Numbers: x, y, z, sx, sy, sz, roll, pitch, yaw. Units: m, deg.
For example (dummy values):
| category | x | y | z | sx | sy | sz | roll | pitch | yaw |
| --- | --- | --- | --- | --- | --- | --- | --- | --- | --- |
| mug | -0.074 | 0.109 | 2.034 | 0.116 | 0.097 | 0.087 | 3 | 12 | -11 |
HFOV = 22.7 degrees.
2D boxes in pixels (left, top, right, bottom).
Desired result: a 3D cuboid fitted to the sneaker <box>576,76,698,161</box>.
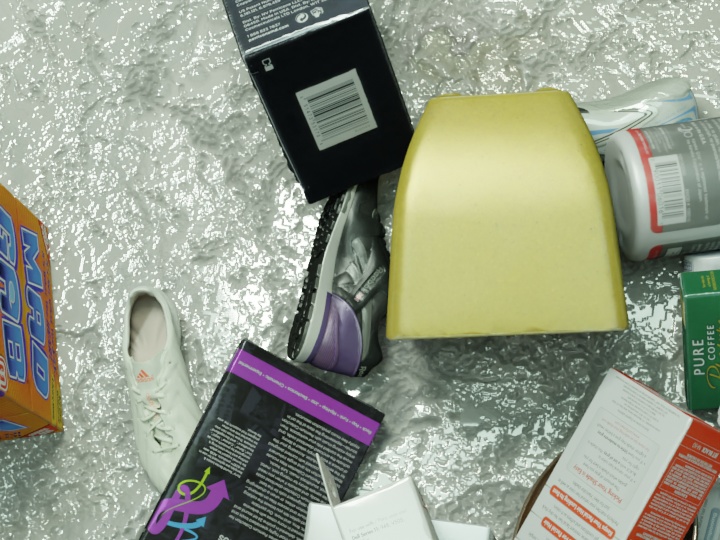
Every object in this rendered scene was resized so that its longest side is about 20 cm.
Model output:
| category | x | y | z | sx | sy | sz | roll | pitch | yaw |
| --- | --- | --- | --- | --- | --- | --- | --- | --- | --- |
| sneaker | 0.204 | -0.121 | 1.607 | 0.199 | 0.072 | 0.073 | -10 | 104 | 13 |

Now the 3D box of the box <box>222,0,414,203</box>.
| category | x | y | z | sx | sy | sz | roll | pitch | yaw |
| --- | --- | --- | --- | --- | --- | --- | --- | --- | --- |
| box | -0.045 | -0.206 | 1.567 | 0.117 | 0.197 | 0.200 | -22 | 51 | 1 |

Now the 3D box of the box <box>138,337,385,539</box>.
| category | x | y | z | sx | sy | sz | roll | pitch | yaw |
| --- | --- | --- | --- | --- | --- | --- | --- | --- | --- |
| box | -0.086 | 0.180 | 1.560 | 0.143 | 0.036 | 0.201 | 29 | 78 | -6 |

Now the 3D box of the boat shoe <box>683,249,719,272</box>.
| category | x | y | z | sx | sy | sz | roll | pitch | yaw |
| --- | --- | --- | --- | --- | --- | --- | --- | --- | --- |
| boat shoe | 0.381 | 0.008 | 1.543 | 0.199 | 0.072 | 0.068 | -7 | 98 | 4 |

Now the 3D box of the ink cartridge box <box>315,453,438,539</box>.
| category | x | y | z | sx | sy | sz | roll | pitch | yaw |
| --- | --- | --- | --- | --- | --- | --- | --- | --- | --- |
| ink cartridge box | 0.033 | 0.228 | 1.349 | 0.067 | 0.117 | 0.201 | -21 | 74 | 0 |

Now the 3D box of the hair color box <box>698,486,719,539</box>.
| category | x | y | z | sx | sy | sz | roll | pitch | yaw |
| --- | --- | --- | --- | --- | --- | --- | --- | --- | --- |
| hair color box | 0.322 | 0.236 | 1.450 | 0.199 | 0.061 | 0.099 | 7 | 74 | 39 |

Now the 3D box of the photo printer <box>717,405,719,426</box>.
| category | x | y | z | sx | sy | sz | roll | pitch | yaw |
| --- | --- | --- | --- | --- | --- | --- | --- | --- | --- |
| photo printer | 0.405 | 0.119 | 1.457 | 0.200 | 0.069 | 0.167 | 38 | 112 | 0 |

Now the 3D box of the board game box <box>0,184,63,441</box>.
| category | x | y | z | sx | sy | sz | roll | pitch | yaw |
| --- | --- | --- | --- | --- | --- | --- | --- | --- | --- |
| board game box | -0.392 | 0.043 | 1.577 | 0.199 | 0.200 | 0.201 | -9 | 74 | 6 |

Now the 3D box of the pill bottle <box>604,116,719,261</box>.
| category | x | y | z | sx | sy | sz | roll | pitch | yaw |
| --- | --- | --- | --- | --- | --- | --- | --- | --- | --- |
| pill bottle | 0.320 | -0.077 | 1.545 | 0.199 | 0.114 | 0.114 | -8 | 74 | -5 |

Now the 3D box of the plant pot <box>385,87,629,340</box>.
| category | x | y | z | sx | sy | sz | roll | pitch | yaw |
| --- | --- | --- | --- | --- | --- | --- | --- | --- | --- |
| plant pot | 0.122 | -0.048 | 1.504 | 0.193 | 0.195 | 0.201 | -3 | 91 | 7 |

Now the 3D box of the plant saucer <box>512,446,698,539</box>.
| category | x | y | z | sx | sy | sz | roll | pitch | yaw |
| --- | --- | --- | --- | --- | --- | --- | --- | --- | --- |
| plant saucer | 0.207 | 0.230 | 1.480 | 0.200 | 0.037 | 0.201 | -29 | 49 | 40 |

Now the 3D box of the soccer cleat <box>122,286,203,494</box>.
| category | x | y | z | sx | sy | sz | roll | pitch | yaw |
| --- | --- | --- | --- | --- | --- | --- | --- | --- | --- |
| soccer cleat | -0.178 | 0.110 | 1.591 | 0.069 | 0.078 | 0.201 | -15 | 74 | 4 |

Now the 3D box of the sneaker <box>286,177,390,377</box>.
| category | x | y | z | sx | sy | sz | roll | pitch | yaw |
| --- | --- | --- | --- | --- | --- | --- | --- | --- | --- |
| sneaker | 0.000 | 0.000 | 1.612 | 0.087 | 0.076 | 0.201 | 19 | 73 | -12 |

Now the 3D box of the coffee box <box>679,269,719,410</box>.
| category | x | y | z | sx | sy | sz | roll | pitch | yaw |
| --- | --- | --- | --- | --- | --- | --- | --- | --- | --- |
| coffee box | 0.371 | 0.052 | 1.509 | 0.199 | 0.123 | 0.044 | -6 | 32 | 8 |

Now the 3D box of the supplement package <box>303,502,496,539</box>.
| category | x | y | z | sx | sy | sz | roll | pitch | yaw |
| --- | --- | --- | --- | --- | --- | --- | --- | --- | --- |
| supplement package | 0.027 | 0.308 | 1.469 | 0.151 | 0.151 | 0.201 | 6 | 76 | 10 |

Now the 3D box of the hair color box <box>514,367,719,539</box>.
| category | x | y | z | sx | sy | sz | roll | pitch | yaw |
| --- | --- | --- | --- | --- | --- | --- | --- | --- | --- |
| hair color box | 0.201 | 0.193 | 1.427 | 0.200 | 0.064 | 0.111 | -60 | 35 | 3 |
